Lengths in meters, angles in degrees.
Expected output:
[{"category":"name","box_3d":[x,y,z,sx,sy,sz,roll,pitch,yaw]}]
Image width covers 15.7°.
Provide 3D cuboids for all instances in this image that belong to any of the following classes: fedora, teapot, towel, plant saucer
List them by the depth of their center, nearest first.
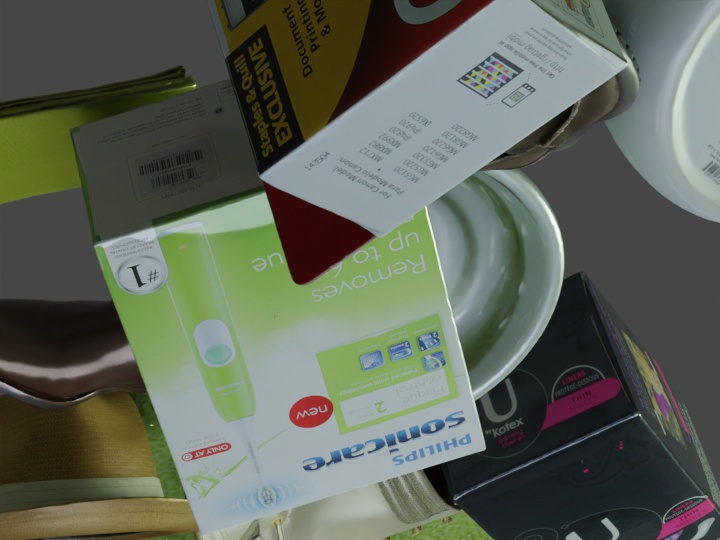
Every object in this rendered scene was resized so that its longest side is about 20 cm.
[{"category":"teapot","box_3d":[0.183,-0.126,1.208,0.197,0.146,0.200,-10,130,-17]},{"category":"towel","box_3d":[-0.172,-0.054,1.216,0.200,0.018,0.086,-14,158,-42]},{"category":"plant saucer","box_3d":[0.000,0.000,1.300,0.199,0.050,0.201,-8,133,-9]},{"category":"fedora","box_3d":[-0.168,0.109,1.423,0.200,0.082,0.201,-5,173,-1]}]

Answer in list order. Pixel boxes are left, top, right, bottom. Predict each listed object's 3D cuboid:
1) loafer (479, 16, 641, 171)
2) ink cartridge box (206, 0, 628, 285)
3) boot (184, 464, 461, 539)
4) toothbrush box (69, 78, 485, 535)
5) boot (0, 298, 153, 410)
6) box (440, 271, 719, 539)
[{"category":"loafer","box_3d":[0.069,-0.078,1.144,0.071,0.073,0.200,-30,169,-10]},{"category":"ink cartridge box","box_3d":[-0.009,-0.124,1.069,0.175,0.200,0.084,-36,142,24]},{"category":"boot","box_3d":[-0.004,0.159,1.609,0.155,0.073,0.200,-21,142,9]},{"category":"toothbrush box","box_3d":[-0.035,0.011,1.208,0.145,0.086,0.200,-16,135,-2]},{"category":"boot","box_3d":[-0.093,-0.010,1.334,0.186,0.064,0.200,10,135,-35]},{"category":"box","box_3d":[0.129,0.106,1.563,0.122,0.106,0.200,-26,146,12]}]
